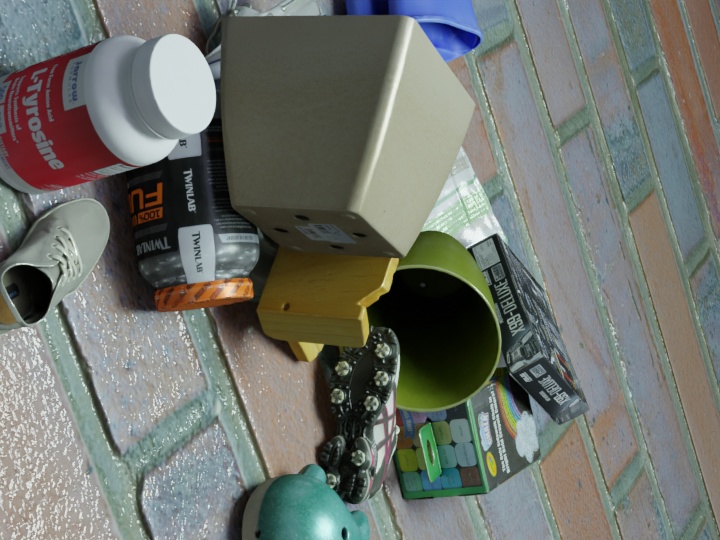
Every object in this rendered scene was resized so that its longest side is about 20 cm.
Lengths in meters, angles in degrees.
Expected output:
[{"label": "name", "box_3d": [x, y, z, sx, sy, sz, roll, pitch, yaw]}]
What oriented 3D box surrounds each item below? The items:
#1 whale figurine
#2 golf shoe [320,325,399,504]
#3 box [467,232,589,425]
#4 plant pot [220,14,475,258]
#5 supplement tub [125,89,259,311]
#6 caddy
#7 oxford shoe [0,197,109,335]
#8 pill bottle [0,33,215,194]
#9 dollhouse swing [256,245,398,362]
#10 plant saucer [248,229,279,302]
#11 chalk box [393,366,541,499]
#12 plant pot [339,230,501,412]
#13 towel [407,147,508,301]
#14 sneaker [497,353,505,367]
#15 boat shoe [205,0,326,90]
[{"label": "whale figurine", "box_3d": [-0.036, 0.282, 1.503, 0.199, 0.103, 0.161, 23, 62, -52]}, {"label": "golf shoe", "box_3d": [0.008, 0.162, 1.621, 0.088, 0.077, 0.202, 12, 91, -62]}, {"label": "box", "box_3d": [0.210, 0.073, 1.797, 0.158, 0.049, 0.201, 45, 22, -49]}, {"label": "plant pot", "box_3d": [-0.024, -0.118, 1.375, 0.200, 0.198, 0.179, 40, 58, -61]}, {"label": "supplement tub", "box_3d": [-0.164, -0.066, 1.395, 0.122, 0.122, 0.202, 0, 80, -56]}, {"label": "caddy", "box_3d": [0.067, -0.305, 1.800, 0.199, 0.140, 0.106, 3, 75, -55]}, {"label": "oxford shoe", "box_3d": [-0.274, -0.004, 1.270, 0.076, 0.057, 0.200, 64, 34, -17]}, {"label": "pill bottle", "box_3d": [-0.227, -0.139, 1.249, 0.112, 0.198, 0.114, 23, 61, -51]}, {"label": "dollhouse swing", "box_3d": [0.000, 0.000, 1.534, 0.176, 0.180, 0.202, 50, 52, -49]}, {"label": "plant saucer", "box_3d": [-0.108, -0.068, 1.547, 0.199, 0.050, 0.203, 22, 63, -52]}, {"label": "chalk box", "box_3d": [0.114, 0.201, 1.741, 0.199, 0.123, 0.126, -16, 95, -56]}, {"label": "plant pot", "box_3d": [0.077, 0.036, 1.706, 0.200, 0.185, 0.188, -76, 143, -63]}, {"label": "towel", "box_3d": [0.098, -0.079, 1.820, 0.149, 0.031, 0.201, -36, 110, -24]}, {"label": "sneaker", "box_3d": [0.180, 0.053, 1.937, 0.202, 0.075, 0.089, 67, 24, -15]}, {"label": "boat shoe", "box_3d": [-0.123, -0.257, 1.540, 0.201, 0.075, 0.087, -32, 90, -30]}]
